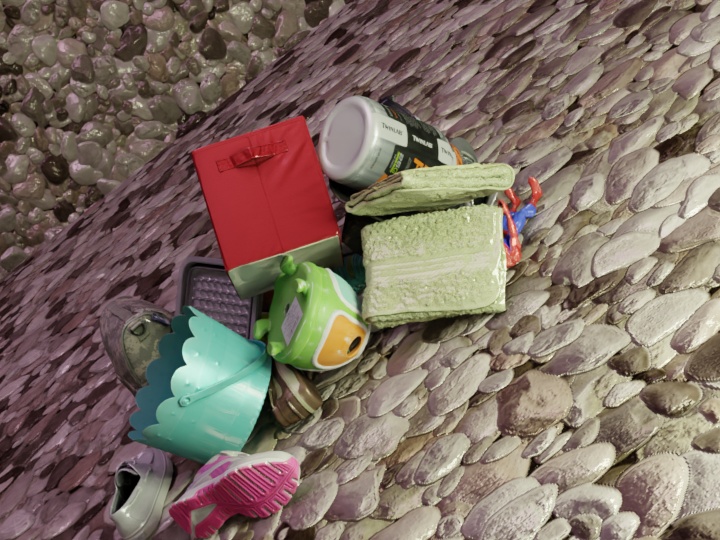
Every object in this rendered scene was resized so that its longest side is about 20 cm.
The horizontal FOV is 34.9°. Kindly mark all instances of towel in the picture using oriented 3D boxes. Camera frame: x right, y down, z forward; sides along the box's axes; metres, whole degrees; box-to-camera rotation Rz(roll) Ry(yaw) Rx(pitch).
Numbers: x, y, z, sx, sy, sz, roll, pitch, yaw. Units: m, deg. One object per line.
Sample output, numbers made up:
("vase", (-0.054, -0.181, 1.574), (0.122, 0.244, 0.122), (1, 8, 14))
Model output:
("towel", (0.092, -0.105, 1.511), (0.197, 0.037, 0.148), (-8, -6, -35))
("towel", (0.093, -0.008, 1.482), (0.197, 0.036, 0.151), (-8, 72, 20))

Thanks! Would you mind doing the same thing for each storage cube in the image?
("storage cube", (-0.129, -0.085, 1.633), (0.168, 0.183, 0.200), (-17, -13, -4))

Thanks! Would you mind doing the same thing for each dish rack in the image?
("dish rack", (-0.215, 0.084, 1.767), (0.169, 0.204, 0.043), (6, 2, 36))

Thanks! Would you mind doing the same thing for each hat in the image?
("hat", (0.021, -0.062, 1.650), (0.082, 0.198, 0.201), (-58, 16, 17))

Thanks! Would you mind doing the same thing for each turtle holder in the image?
("turtle holder", (-0.066, 0.066, 1.562), (0.185, 0.130, 0.143), (-5, 68, 66))

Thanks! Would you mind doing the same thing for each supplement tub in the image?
("supplement tub", (0.046, -0.162, 1.620), (0.121, 0.198, 0.125), (-16, 68, 44))

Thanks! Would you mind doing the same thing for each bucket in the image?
("bucket", (-0.218, 0.164, 1.575), (0.208, 0.133, 0.209), (-53, 22, 32))

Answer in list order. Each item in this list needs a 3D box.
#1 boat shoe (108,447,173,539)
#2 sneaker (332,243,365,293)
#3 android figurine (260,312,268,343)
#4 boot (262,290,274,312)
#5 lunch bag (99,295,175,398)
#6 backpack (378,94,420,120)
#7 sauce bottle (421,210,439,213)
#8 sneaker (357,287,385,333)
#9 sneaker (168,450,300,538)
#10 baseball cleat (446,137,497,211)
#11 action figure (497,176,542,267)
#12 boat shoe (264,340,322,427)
("boat shoe", (-0.319, 0.305, 1.624), (0.071, 0.069, 0.201), (-30, 23, 17))
("sneaker", (0.000, 0.000, 1.757), (0.198, 0.077, 0.081), (1, 76, 50))
("android figurine", (-0.155, 0.065, 1.891), (0.181, 0.041, 0.201), (-13, 31, 47))
("boot", (-0.131, 0.070, 1.778), (0.188, 0.069, 0.200), (-44, 50, -6))
("lunch bag", (-0.348, 0.128, 1.892), (0.139, 0.169, 0.199), (-43, 22, -14))
("backpack", (0.059, -0.208, 1.985), (0.168, 0.126, 0.199), (-53, 24, -7))
("sauce bottle", (0.089, -0.102, 1.808), (0.199, 0.065, 0.065), (-40, 21, 0))
("sneaker", (0.041, 0.027, 1.591), (0.198, 0.087, 0.075), (-21, 28, 39))
("sneaker", (-0.153, 0.260, 1.435), (0.198, 0.082, 0.089), (-24, 26, 31))
("baseball cleat", (0.169, -0.137, 1.693), (0.106, 0.069, 0.202), (-45, 33, 42))
("action figure", (0.187, -0.073, 1.553), (0.065, 0.099, 0.201), (-23, 28, 35))
("boat shoe", (-0.114, 0.153, 1.604), (0.075, 0.075, 0.202), (-42, 21, 3))
